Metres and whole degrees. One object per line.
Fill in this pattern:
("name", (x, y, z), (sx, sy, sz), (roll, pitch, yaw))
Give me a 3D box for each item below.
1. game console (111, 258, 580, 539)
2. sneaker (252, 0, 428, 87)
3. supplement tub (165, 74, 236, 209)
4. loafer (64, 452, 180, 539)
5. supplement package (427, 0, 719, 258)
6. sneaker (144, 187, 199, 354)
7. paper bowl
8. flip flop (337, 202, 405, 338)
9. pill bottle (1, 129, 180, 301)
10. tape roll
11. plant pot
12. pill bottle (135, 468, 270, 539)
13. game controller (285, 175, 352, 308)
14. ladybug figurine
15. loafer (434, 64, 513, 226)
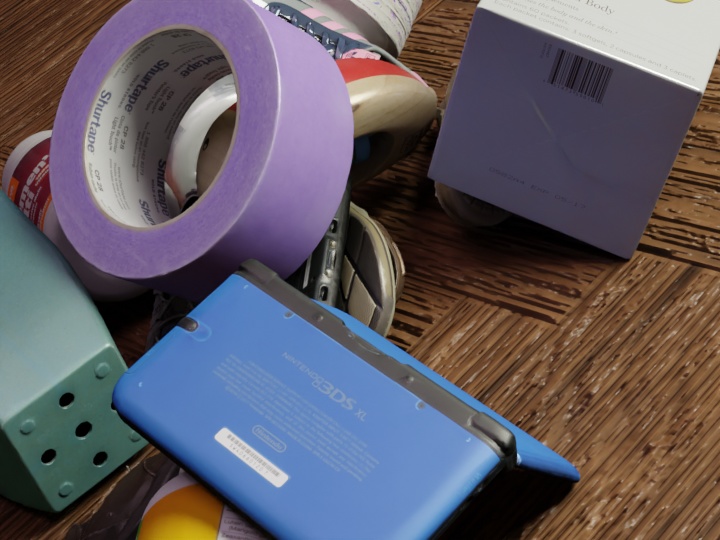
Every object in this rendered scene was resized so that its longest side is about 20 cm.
("game console", (-0.005, 0.092, 0.830), (0.199, 0.119, 0.171), (32, 63, 32))
("sneaker", (-0.025, -0.171, 1.178), (0.082, 0.199, 0.071), (4, 71, 65))
("supplement tub", (-0.126, -0.123, 1.246), (0.122, 0.123, 0.200), (-29, 33, -8))
("loafer", (-0.147, 0.184, 0.883), (0.071, 0.073, 0.200), (-10, 29, 38))
("supplement package", (0.159, -0.148, 1.024), (0.151, 0.151, 0.201), (22, 46, 7))
("sneaker", (-0.128, 0.019, 1.082), (0.074, 0.082, 0.201), (-16, 34, 12))
("paper bowl", (-0.055, -0.230, 1.294), (0.200, 0.200, 0.105), (14, 75, 44))
("flip flop", (0.000, 0.000, 1.049), (0.082, 0.057, 0.200), (-65, 17, 11))
("pill bottle", (-0.223, -0.051, 1.209), (0.109, 0.110, 0.200), (-33, 26, -15))
("tape roll", (-0.107, -0.083, 1.000), (0.199, 0.085, 0.202), (-9, 74, 33))
("plant pot", (-0.238, 0.067, 1.039), (0.141, 0.142, 0.200), (-36, 40, -19))
("pill bottle", (-0.071, 0.175, 0.797), (0.110, 0.112, 0.201), (-14, 34, 15))
("game controller", (-0.045, 0.021, 1.013), (0.104, 0.042, 0.201), (-35, 34, 37))
("ladybug figurine", (-0.035, -0.101, 1.107), (0.199, 0.136, 0.072), (-22, 70, -21))
("loafer", (0.094, -0.102, 1.129), (0.067, 0.076, 0.201), (-41, 22, 46))
